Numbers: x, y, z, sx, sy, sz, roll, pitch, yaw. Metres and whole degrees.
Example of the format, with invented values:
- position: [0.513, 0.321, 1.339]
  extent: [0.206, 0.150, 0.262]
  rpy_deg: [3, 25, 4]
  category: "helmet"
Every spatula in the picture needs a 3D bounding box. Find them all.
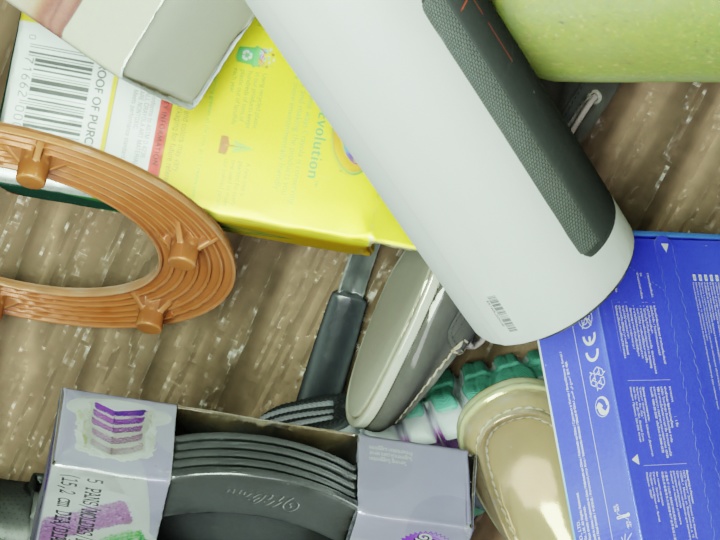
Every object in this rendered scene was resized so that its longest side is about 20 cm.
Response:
- position: [0.000, 0.000, 1.081]
  extent: [0.056, 0.021, 0.200]
  rpy_deg: [14, 115, -6]
  category: "spatula"

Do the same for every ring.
- position: [-0.153, -0.013, 1.020]
  extent: [0.200, 0.019, 0.201]
  rpy_deg: [9, 155, 4]
  category: "ring"

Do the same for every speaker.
- position: [0.028, -0.066, 0.913]
  extent: [0.081, 0.081, 0.200]
  rpy_deg: [-27, 122, 14]
  category: "speaker"

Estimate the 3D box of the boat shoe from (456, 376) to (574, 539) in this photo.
- position: [0.110, 0.135, 1.027]
  extent: [0.072, 0.065, 0.200]
  rpy_deg: [-29, 108, 12]
  category: "boat shoe"

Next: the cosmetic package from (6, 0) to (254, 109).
- position: [-0.132, -0.164, 0.947]
  extent: [0.200, 0.087, 0.104]
  rpy_deg: [33, 96, 16]
  category: "cosmetic package"

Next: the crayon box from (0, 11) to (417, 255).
- position: [-0.050, -0.080, 1.012]
  extent: [0.199, 0.051, 0.127]
  rpy_deg: [11, 85, 2]
  category: "crayon box"

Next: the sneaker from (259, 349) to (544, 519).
- position: [0.050, 0.092, 1.080]
  extent: [0.199, 0.074, 0.088]
  rpy_deg: [-10, 103, 7]
  category: "sneaker"

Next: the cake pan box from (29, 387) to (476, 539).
- position: [-0.057, 0.140, 1.039]
  extent: [0.184, 0.052, 0.200]
  rpy_deg: [9, 134, -10]
  category: "cake pan box"

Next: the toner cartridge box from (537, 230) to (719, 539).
- position: [0.134, 0.084, 1.000]
  extent: [0.043, 0.095, 0.201]
  rpy_deg: [-25, 69, 48]
  category: "toner cartridge box"

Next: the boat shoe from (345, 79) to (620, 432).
- position: [0.057, -0.014, 1.026]
  extent: [0.057, 0.067, 0.200]
  rpy_deg: [23, 91, -16]
  category: "boat shoe"

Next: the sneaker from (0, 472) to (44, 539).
- position: [-0.120, 0.117, 1.117]
  extent: [0.200, 0.073, 0.082]
  rpy_deg: [14, 109, -12]
  category: "sneaker"

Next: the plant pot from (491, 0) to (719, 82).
- position: [0.149, -0.150, 0.933]
  extent: [0.184, 0.200, 0.201]
  rpy_deg: [-6, 111, 19]
  category: "plant pot"
